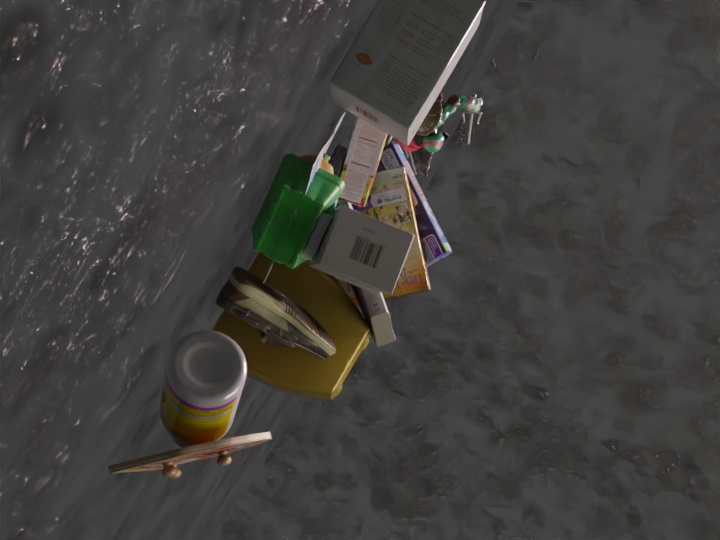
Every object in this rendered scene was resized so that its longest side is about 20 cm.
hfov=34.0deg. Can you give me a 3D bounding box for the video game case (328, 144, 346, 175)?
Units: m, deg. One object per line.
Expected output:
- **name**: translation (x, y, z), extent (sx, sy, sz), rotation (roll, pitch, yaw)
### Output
- **video game case**: translation (-0.057, -0.105, 1.739), extent (0.200, 0.019, 0.144), rotation (163, -54, -86)

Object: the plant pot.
- **plant pot**: translation (-0.095, 0.094, 1.773), extent (0.197, 0.199, 0.194), rotation (-58, 175, -8)

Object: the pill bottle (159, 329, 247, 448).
- **pill bottle**: translation (-0.212, 0.167, 1.558), extent (0.105, 0.104, 0.201), rotation (-56, 174, -33)

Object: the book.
- **book**: translation (0.000, 0.000, 1.760), extent (0.048, 0.202, 0.134), rotation (-19, 158, -2)

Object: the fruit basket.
- **fruit basket**: translation (-0.069, -0.096, 1.559), extent (0.186, 0.093, 0.200), rotation (-62, 178, 28)

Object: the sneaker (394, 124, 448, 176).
- **sneaker**: translation (0.141, -0.300, 2.430), extent (0.201, 0.104, 0.060), rotation (-58, 175, -24)

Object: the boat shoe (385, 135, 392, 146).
- **boat shoe**: translation (0.054, -0.278, 1.944), extent (0.200, 0.074, 0.073), rotation (-51, -176, -7)

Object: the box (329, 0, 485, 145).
- **box**: translation (0.061, -0.289, 1.558), extent (0.201, 0.124, 0.098), rotation (-59, 175, -5)

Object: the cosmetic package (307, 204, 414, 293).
- **cosmetic package**: translation (-0.004, -0.025, 1.561), extent (0.200, 0.107, 0.086), rotation (-170, -78, -83)

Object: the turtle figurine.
- **turtle figurine**: translation (0.108, -0.252, 1.778), extent (0.101, 0.148, 0.203), rotation (-8, 92, -71)

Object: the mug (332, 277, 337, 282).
- **mug**: translation (-0.063, 0.014, 1.975), extent (0.186, 0.150, 0.153), rotation (-42, -176, 4)

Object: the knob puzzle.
- **knob puzzle**: translation (-0.213, 0.253, 1.581), extent (0.220, 0.217, 0.031), rotation (95, -18, -79)

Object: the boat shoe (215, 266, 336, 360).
- **boat shoe**: translation (-0.119, 0.071, 1.632), extent (0.066, 0.200, 0.072), rotation (-46, -147, 8)

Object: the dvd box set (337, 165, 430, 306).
- **dvd box set**: translation (0.023, -0.052, 1.869), extent (0.029, 0.145, 0.202), rotation (10, 67, -78)

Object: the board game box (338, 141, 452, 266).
- **board game box**: translation (0.045, -0.087, 1.906), extent (0.134, 0.202, 0.034), rotation (-28, 170, 18)

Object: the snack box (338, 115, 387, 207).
- **snack box**: translation (0.007, -0.182, 1.736), extent (0.200, 0.052, 0.144), rotation (-84, -168, -78)
